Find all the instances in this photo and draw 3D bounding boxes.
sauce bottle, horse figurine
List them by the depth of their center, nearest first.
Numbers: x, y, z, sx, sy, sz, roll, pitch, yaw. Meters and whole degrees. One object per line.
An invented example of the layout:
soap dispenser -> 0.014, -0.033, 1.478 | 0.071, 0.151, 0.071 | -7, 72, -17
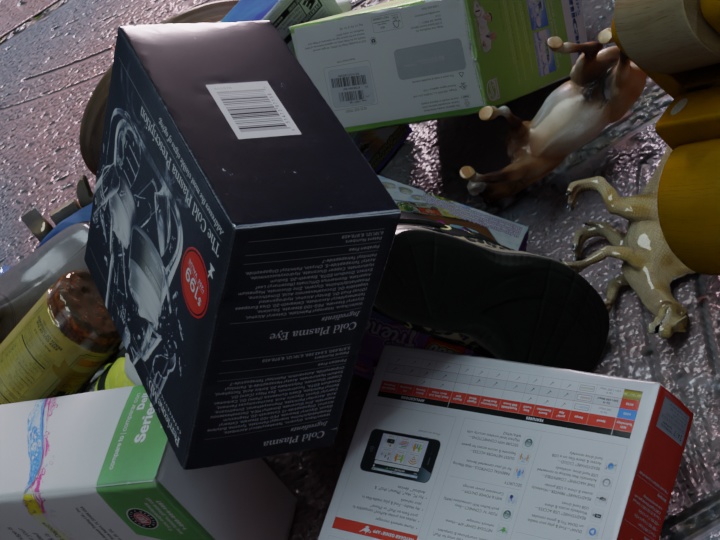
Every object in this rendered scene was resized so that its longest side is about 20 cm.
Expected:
horse figurine -> 0.140, -0.114, 1.081 | 0.200, 0.132, 0.050 | -46, 66, 15
sauce bottle -> -0.239, 0.083, 1.115 | 0.200, 0.066, 0.066 | -45, 33, 30

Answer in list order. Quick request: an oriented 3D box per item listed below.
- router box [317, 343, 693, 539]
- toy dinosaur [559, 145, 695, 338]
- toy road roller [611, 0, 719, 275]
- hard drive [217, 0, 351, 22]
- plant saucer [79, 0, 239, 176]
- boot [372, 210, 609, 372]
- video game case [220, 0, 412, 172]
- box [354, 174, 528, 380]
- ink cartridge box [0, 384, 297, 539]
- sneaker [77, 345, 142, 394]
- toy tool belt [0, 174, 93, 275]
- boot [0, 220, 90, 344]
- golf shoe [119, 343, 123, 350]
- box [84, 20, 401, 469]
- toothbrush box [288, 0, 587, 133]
router box -> 0.074, 0.144, 0.924 | 0.199, 0.049, 0.180 | 7, 70, 39
toy dinosaur -> 0.190, -0.031, 1.057 | 0.101, 0.058, 0.201 | 2, 58, 18
toy road roller -> 0.227, -0.087, 0.960 | 0.146, 0.200, 0.123 | -53, 16, -14
hard drive -> -0.100, -0.139, 1.230 | 0.200, 0.132, 0.026 | -24, 54, -38
plant saucer -> -0.133, -0.133, 1.276 | 0.200, 0.200, 0.030 | -38, 65, -2
boot -> 0.049, 0.003, 1.010 | 0.154, 0.203, 0.074 | 26, 94, 54
video game case -> -0.069, -0.102, 1.195 | 0.045, 0.181, 0.200 | 23, 66, 45
box -> 0.000, 0.000, 1.091 | 0.199, 0.039, 0.137 | 20, 60, 13
ink cartridge box -> -0.167, 0.154, 1.042 | 0.199, 0.145, 0.084 | -9, 46, 28
sneaker -> -0.165, 0.105, 1.100 | 0.076, 0.075, 0.200 | -50, 5, -23
toy tool belt -> -0.209, -0.015, 1.240 | 0.200, 0.123, 0.125 | -39, 26, -3
boot -> -0.269, 0.037, 1.128 | 0.200, 0.132, 0.070 | -43, 76, 8
golf shoe -> -0.111, 0.071, 1.143 | 0.199, 0.075, 0.092 | 2, 56, 38
box -> -0.080, -0.019, 0.941 | 0.104, 0.183, 0.200 | -7, 42, -26
toothbrush box -> 0.064, -0.165, 1.164 | 0.145, 0.087, 0.200 | -6, 13, 31
